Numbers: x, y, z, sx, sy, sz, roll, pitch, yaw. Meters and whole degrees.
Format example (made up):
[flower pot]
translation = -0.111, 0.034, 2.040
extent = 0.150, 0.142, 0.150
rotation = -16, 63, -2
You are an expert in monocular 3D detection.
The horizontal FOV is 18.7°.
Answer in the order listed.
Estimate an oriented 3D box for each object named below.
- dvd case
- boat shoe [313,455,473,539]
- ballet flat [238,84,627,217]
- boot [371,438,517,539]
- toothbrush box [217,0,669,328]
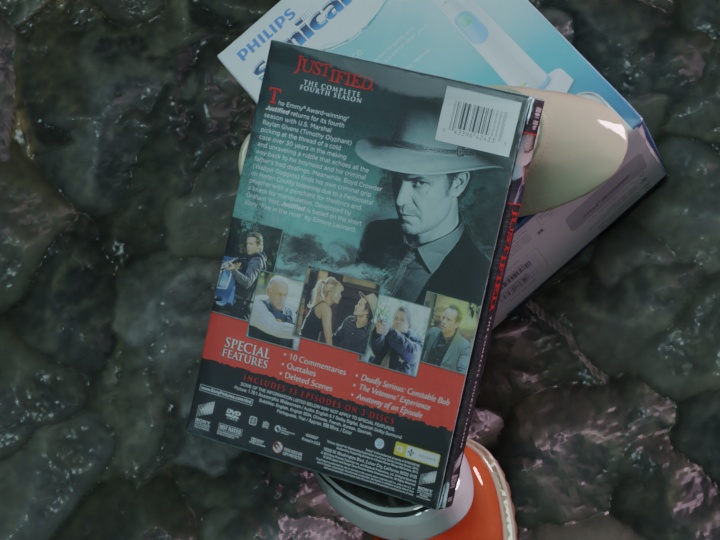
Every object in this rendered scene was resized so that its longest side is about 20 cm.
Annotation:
[dvd case]
translation = 0.000, 0.000, 1.056
extent = 0.146, 0.022, 0.201
rotation = 14, 96, 25
[boat shoe]
translation = -0.010, 0.060, 1.117
extent = 0.071, 0.064, 0.200
rotation = -30, 43, -11
[ballet flat]
translation = 0.031, -0.060, 1.093
extent = 0.199, 0.069, 0.070
rotation = -6, 68, 17
[boot]
translation = 0.022, 0.168, 1.081
extent = 0.075, 0.107, 0.201
rotation = 8, 70, 22
[toothbrush box]
translation = 0.043, -0.084, 1.180
extent = 0.146, 0.085, 0.200
rotation = -42, 65, 0
